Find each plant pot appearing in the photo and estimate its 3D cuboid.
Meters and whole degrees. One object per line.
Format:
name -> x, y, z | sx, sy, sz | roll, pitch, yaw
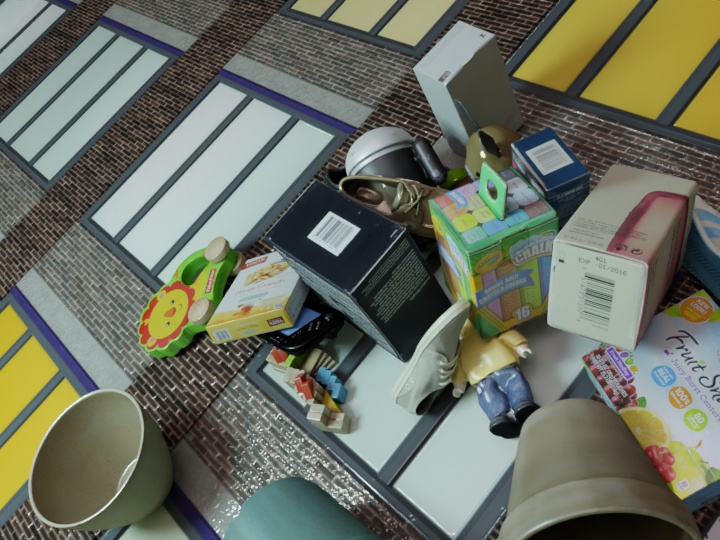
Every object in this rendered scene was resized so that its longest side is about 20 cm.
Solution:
plant pot -> -0.052, 0.357, 0.845 | 0.200, 0.200, 0.196 | -48, 41, -10
plant pot -> 0.240, 0.242, 0.776 | 0.199, 0.201, 0.174 | -18, 34, 16

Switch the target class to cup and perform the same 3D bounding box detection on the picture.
cup -> -0.360, 0.297, 1.074 | 0.199, 0.143, 0.202 | -14, 52, 19

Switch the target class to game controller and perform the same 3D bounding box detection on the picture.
game controller -> -0.110, 0.078, 1.116 | 0.104, 0.042, 0.199 | -23, 22, -29

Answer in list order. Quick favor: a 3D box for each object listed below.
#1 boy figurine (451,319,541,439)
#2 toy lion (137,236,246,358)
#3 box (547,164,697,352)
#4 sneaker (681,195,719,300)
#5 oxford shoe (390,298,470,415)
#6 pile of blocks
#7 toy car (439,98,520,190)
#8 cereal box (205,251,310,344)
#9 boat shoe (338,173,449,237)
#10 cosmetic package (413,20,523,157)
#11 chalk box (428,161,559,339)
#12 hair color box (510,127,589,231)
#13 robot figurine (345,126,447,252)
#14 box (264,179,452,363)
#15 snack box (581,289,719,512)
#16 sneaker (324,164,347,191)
boy figurine -> 0.168, 0.121, 0.962 | 0.124, 0.064, 0.201 | -39, 44, 20
toy lion -> -0.307, 0.054, 1.277 | 0.190, 0.069, 0.201 | -13, 52, 30
box -> 0.316, -0.021, 0.873 | 0.108, 0.129, 0.200 | 18, 42, 31
sneaker -> 0.459, -0.028, 0.911 | 0.080, 0.077, 0.201 | -13, 46, -7
oxford shoe -> 0.102, 0.117, 0.948 | 0.058, 0.201, 0.075 | 42, 39, 23
pile of blocks -> -0.074, 0.155, 1.072 | 0.082, 0.062, 0.200 | -42, 49, -4
toy car -> 0.181, -0.149, 1.053 | 0.157, 0.200, 0.165 | -30, 49, 6
cereal box -> -0.147, 0.031, 1.157 | 0.143, 0.040, 0.201 | -16, 28, 21
boat shoe -> 0.065, -0.094, 1.024 | 0.198, 0.065, 0.073 | 17, 90, 15
cosmetic package -> 0.175, -0.274, 1.144 | 0.113, 0.200, 0.081 | -45, 49, -8
chalk box -> 0.169, -0.038, 0.915 | 0.123, 0.201, 0.125 | -22, 40, -4
hair color box -> 0.252, -0.077, 0.960 | 0.060, 0.201, 0.100 | -23, 49, -1
robot figurine -> 0.057, -0.124, 1.128 | 0.149, 0.125, 0.201 | -25, 80, 1
box -> 0.000, 0.000, 1.048 | 0.123, 0.199, 0.200 | -48, 49, -11
snack box -> 0.379, 0.146, 0.827 | 0.168, 0.068, 0.201 | -30, 49, 7
sneaker -> 0.035, -0.163, 1.224 | 0.198, 0.078, 0.071 | -17, 51, 18
